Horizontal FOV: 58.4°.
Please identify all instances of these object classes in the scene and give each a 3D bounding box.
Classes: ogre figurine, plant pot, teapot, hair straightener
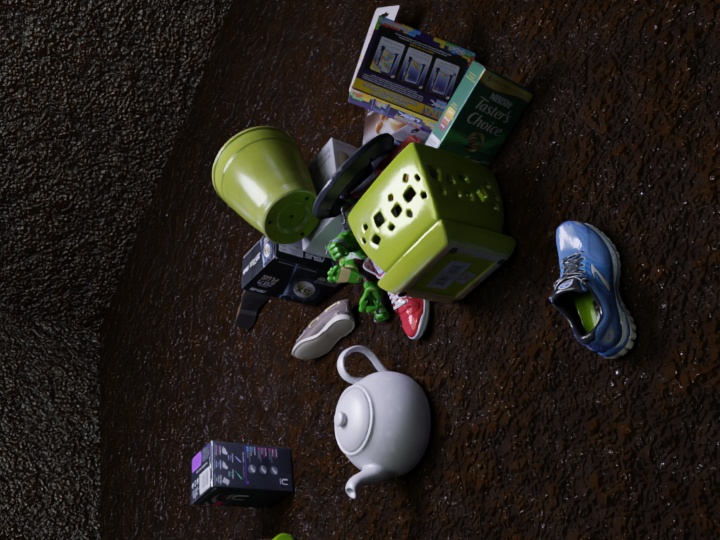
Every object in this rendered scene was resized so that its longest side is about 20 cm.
[{"bbox_3d":[0.000,0.000,1.275,0.098,0.200,0.120,-43,23,29],"label":"ogre figurine"},{"bbox_3d":[-0.176,-0.158,1.318,0.201,0.200,0.193,-59,46,24],"label":"plant pot"},{"bbox_3d":[0.019,0.263,1.139,0.200,0.146,0.198,37,108,58],"label":"teapot"},{"bbox_3d":[0.042,-0.147,1.143,0.200,0.077,0.041,-45,52,-2],"label":"hair straightener"},{"bbox_3d":[0.123,-0.062,1.070,0.200,0.198,0.182,-46,48,38],"label":"plant pot"}]

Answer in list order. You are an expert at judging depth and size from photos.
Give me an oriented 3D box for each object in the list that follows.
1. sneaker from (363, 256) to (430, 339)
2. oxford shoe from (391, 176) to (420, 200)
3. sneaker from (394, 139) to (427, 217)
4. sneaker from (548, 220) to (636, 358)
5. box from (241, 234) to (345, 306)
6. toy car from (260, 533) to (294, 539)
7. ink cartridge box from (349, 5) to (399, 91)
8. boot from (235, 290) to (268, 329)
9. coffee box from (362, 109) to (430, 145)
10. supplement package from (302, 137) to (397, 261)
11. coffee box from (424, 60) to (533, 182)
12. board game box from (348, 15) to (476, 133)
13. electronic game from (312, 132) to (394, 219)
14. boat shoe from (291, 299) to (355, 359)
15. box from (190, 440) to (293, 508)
[{"bbox_3d":[0.065,0.027,1.196,0.071,0.112,0.201,-36,48,46],"label":"sneaker"},{"bbox_3d":[0.122,-0.212,1.184,0.200,0.071,0.073,-36,61,17],"label":"oxford shoe"},{"bbox_3d":[0.091,-0.170,1.270,0.074,0.081,0.201,-37,48,46],"label":"sneaker"},{"bbox_3d":[0.297,0.014,0.853,0.079,0.089,0.201,-41,45,41],"label":"sneaker"},{"bbox_3d":[-0.145,-0.005,1.461,0.164,0.199,0.087,-37,47,45],"label":"box"},{"bbox_3d":[-0.255,0.649,1.359,0.164,0.199,0.158,-47,41,37],"label":"toy car"},{"bbox_3d":[0.054,-0.494,1.480,0.117,0.067,0.201,33,106,58],"label":"ink cartridge box"},{"bbox_3d":[-0.303,0.069,1.818,0.200,0.073,0.076,-58,25,30],"label":"boot"},{"bbox_3d":[0.093,-0.318,1.330,0.200,0.079,0.115,-15,64,55],"label":"coffee box"},{"bbox_3d":[-0.030,-0.143,1.384,0.151,0.151,0.201,-43,43,41],"label":"supplement package"},{"bbox_3d":[0.192,-0.240,1.100,0.200,0.123,0.044,-58,36,23],"label":"coffee box"},{"bbox_3d":[0.097,-0.360,1.202,0.057,0.199,0.166,122,168,-76],"label":"board game box"},{"bbox_3d":[-0.011,-0.168,1.164,0.042,0.200,0.200,44,125,7],"label":"electronic game"},{"bbox_3d":[-0.084,0.134,1.434,0.200,0.072,0.060,-41,39,38],"label":"boat shoe"},{"bbox_3d":[-0.268,0.464,1.458,0.122,0.199,0.106,-45,42,40],"label":"box"}]
